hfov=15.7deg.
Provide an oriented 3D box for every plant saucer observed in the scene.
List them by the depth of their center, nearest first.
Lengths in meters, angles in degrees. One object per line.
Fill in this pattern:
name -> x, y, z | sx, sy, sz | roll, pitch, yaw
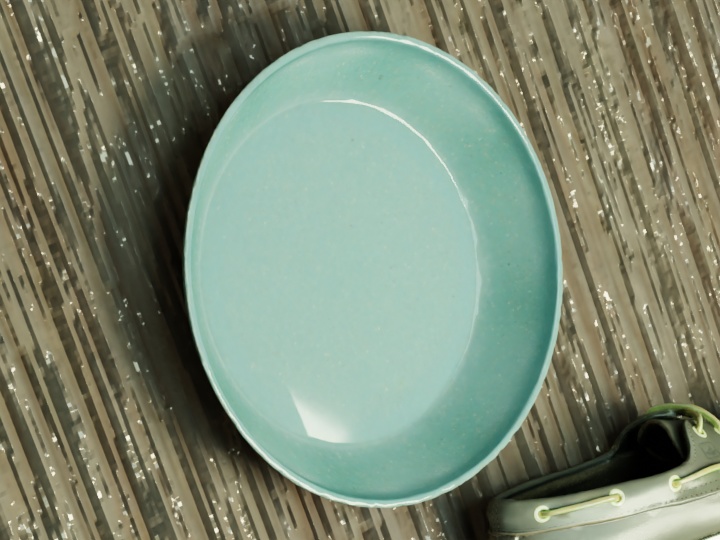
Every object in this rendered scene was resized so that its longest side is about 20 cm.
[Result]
plant saucer -> 0.000, 0.000, 1.105 | 0.200, 0.036, 0.200 | 2, 86, -36

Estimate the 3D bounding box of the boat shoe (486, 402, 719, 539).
boat shoe -> 0.140, 0.096, 1.183 | 0.202, 0.072, 0.060 | -24, 106, -32
